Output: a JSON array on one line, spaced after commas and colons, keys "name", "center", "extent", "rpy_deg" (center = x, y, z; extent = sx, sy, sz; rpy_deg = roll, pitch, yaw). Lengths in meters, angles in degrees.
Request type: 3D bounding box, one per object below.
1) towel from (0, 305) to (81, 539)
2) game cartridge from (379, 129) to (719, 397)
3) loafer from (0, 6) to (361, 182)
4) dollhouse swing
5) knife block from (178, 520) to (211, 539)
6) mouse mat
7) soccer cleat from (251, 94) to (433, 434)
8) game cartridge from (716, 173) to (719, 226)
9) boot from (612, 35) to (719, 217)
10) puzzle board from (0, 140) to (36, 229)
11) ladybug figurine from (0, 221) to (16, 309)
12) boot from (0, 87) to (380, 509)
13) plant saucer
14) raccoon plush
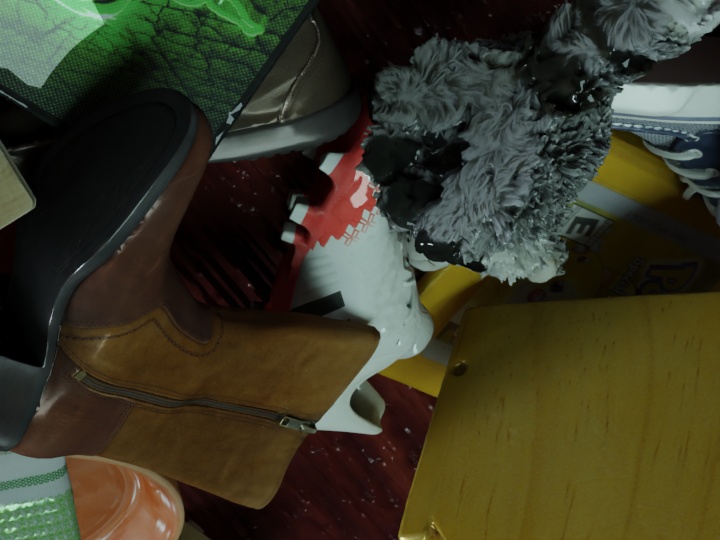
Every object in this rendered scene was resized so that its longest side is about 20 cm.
[{"name": "towel", "center": [-0.206, 0.102, 1.335], "extent": [0.149, 0.031, 0.200], "rpy_deg": [-11, 130, -9]}, {"name": "game cartridge", "center": [0.118, 0.014, 1.461], "extent": [0.200, 0.032, 0.176], "rpy_deg": [24, 122, -34]}, {"name": "loafer", "center": [-0.100, -0.079, 1.280], "extent": [0.199, 0.073, 0.071], "rpy_deg": [-15, 116, -16]}, {"name": "dollhouse swing", "center": [0.160, 0.099, 1.377], "extent": [0.200, 0.182, 0.176], "rpy_deg": [-4, 144, 34]}, {"name": "knife block", "center": [-0.104, 0.224, 1.493], "extent": [0.176, 0.200, 0.064], "rpy_deg": [-52, 135, -9]}, {"name": "mouse mat", "center": [-0.105, -0.139, 1.204], "extent": [0.200, 0.008, 0.161], "rpy_deg": [31, 98, -29]}, {"name": "soccer cleat", "center": [0.000, 0.000, 1.370], "extent": [0.085, 0.069, 0.200], "rpy_deg": [16, 128, -6]}, {"name": "game cartridge", "center": [0.226, -0.116, 1.313], "extent": [0.129, 0.038, 0.201], "rpy_deg": [-9, 116, -22]}, {"name": "boot", "center": [0.165, -0.059, 1.367], "extent": [0.199, 0.073, 0.091], "rpy_deg": [1, 117, -20]}, {"name": "puzzle board", "center": [-0.255, -0.042, 1.230], "extent": [0.200, 0.017, 0.151], "rpy_deg": [-31, 94, 12]}, {"name": "ladybug figurine", "center": [-0.181, 0.022, 1.337], "extent": [0.199, 0.072, 0.136], "rpy_deg": [-13, 136, -6]}, {"name": "boot", "center": [-0.063, 0.020, 1.275], "extent": [0.200, 0.068, 0.189], "rpy_deg": [16, 112, -41]}, {"name": "plant saucer", "center": [-0.186, 0.125, 1.436], "extent": [0.200, 0.032, 0.200], "rpy_deg": [-12, 151, -6]}, {"name": "raccoon plush", "center": [0.095, -0.052, 1.270], "extent": [0.200, 0.097, 0.134], "rpy_deg": [-18, 164, 26]}]
